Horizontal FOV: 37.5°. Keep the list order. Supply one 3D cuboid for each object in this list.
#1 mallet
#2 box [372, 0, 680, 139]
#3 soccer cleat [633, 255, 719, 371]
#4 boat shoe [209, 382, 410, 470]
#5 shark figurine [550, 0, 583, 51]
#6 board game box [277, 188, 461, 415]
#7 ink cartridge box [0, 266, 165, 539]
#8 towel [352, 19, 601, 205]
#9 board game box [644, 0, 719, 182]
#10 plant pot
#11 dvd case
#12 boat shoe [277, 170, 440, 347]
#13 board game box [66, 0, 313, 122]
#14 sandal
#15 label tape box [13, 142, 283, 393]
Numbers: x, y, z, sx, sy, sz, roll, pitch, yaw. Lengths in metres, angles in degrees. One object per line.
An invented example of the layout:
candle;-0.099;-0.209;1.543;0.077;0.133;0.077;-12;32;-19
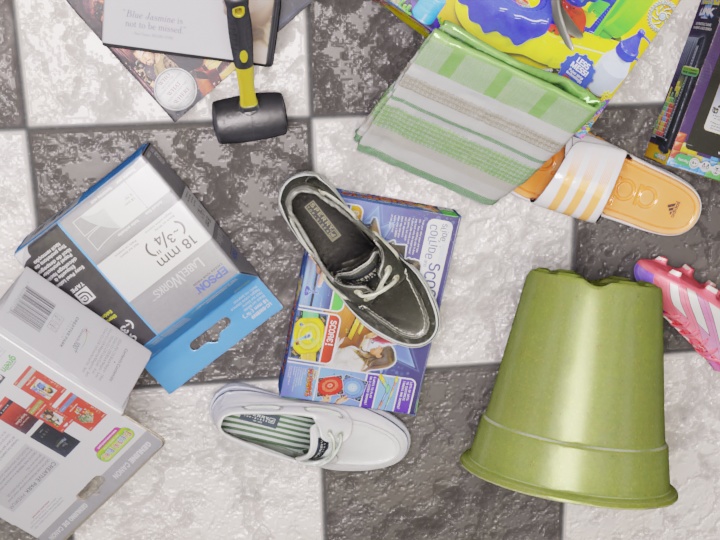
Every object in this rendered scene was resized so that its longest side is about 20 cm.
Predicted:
mallet;-0.103;-0.161;0.854;0.066;0.200;0.041;-13;69;0
box;0.146;-0.251;0.882;0.200;0.122;0.193;32;99;-15
soccer cleat;0.340;0.055;1.030;0.200;0.067;0.077;27;106;-17
boat shoe;-0.047;0.161;1.008;0.199;0.067;0.074;10;105;-10
shark figurine;0.201;-0.270;0.776;0.214;0.090;0.128;-39;105;0
board game box;0.007;0.030;0.992;0.135;0.034;0.201;10;105;-11
ink cartridge box;-0.279;0.126;0.924;0.175;0.084;0.200;38;122;-16
towel;0.091;-0.125;0.883;0.149;0.200;0.031;22;65;-11
board game box;0.386;-0.152;0.977;0.199;0.057;0.166;15;102;-11
plant pot;0.203;0.098;0.975;0.199;0.200;0.191;7;93;-9
dvd case;-0.127;-0.266;0.837;0.142;0.018;0.200;6;118;-9
boat shoe;0.000;0.000;0.929;0.071;0.064;0.200;-42;107;5
board game box;-0.128;-0.242;0.894;0.200;0.035;0.136;-41;107;5
sandal;0.231;-0.079;0.976;0.206;0.059;0.079;15;104;-11
label tape box;-0.182;0.010;0.947;0.144;0.063;0.200;-37;107;5
